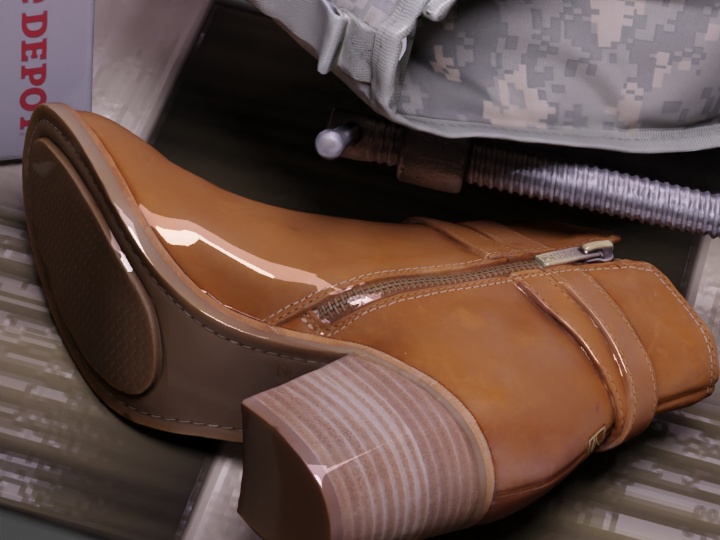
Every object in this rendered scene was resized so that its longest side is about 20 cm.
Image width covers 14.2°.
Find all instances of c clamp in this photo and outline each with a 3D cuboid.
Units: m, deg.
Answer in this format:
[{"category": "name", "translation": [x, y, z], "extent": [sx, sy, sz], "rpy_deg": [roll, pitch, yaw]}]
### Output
[{"category": "c clamp", "translation": [0.083, -0.025, 0.904], "extent": [0.199, 0.027, 0.171], "rpy_deg": [12, 11, -2]}]

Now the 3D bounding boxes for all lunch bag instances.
[{"category": "lunch bag", "translation": [0.039, -0.113, 0.904], "extent": [0.199, 0.118, 0.164], "rpy_deg": [-11, 34, -35]}]

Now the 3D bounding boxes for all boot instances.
[{"category": "boot", "translation": [0.000, 0.000, 0.886], "extent": [0.155, 0.077, 0.200], "rpy_deg": [-20, 42, -32]}]

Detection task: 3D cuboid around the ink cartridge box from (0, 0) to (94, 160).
[{"category": "ink cartridge box", "translation": [-0.184, -0.104, 0.908], "extent": [0.199, 0.145, 0.084], "rpy_deg": [-7, 49, -13]}]
